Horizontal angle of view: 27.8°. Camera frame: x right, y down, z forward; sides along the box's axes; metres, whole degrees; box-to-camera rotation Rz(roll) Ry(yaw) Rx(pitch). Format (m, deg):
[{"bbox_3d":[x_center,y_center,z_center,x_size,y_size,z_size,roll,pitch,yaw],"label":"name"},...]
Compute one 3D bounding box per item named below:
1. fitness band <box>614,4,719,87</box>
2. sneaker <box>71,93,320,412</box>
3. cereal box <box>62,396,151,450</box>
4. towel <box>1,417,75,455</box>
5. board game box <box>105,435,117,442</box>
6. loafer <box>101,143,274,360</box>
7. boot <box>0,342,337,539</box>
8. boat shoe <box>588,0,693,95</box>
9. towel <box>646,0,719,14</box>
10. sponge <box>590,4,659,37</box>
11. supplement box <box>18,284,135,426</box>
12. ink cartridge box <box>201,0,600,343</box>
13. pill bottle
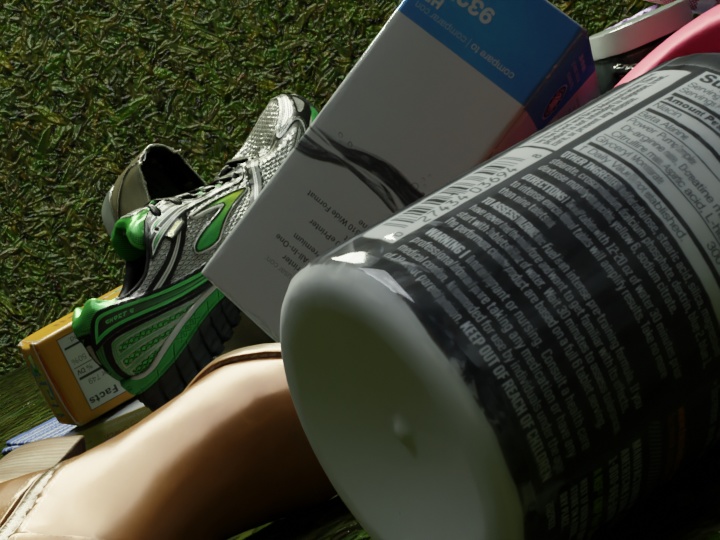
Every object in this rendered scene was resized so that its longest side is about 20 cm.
[{"bbox_3d":[0.130,-0.043,0.656,0.200,0.037,0.144,-48,17,1],"label":"fitness band"},{"bbox_3d":[-0.086,-0.024,0.818,0.201,0.085,0.078,-58,13,-22],"label":"sneaker"},{"bbox_3d":[-0.107,0.076,0.999,0.143,0.040,0.200,-24,6,26],"label":"cereal box"},{"bbox_3d":[-0.205,0.120,1.194,0.144,0.024,0.199,-28,6,-29],"label":"towel"},{"bbox_3d":[-0.075,0.091,0.735,0.134,0.035,0.200,-27,6,-2],"label":"board game box"},{"bbox_3d":[-0.096,0.000,0.890,0.075,0.200,0.070,-21,-31,-35],"label":"loafer"},{"bbox_3d":[-0.081,0.104,0.541,0.198,0.074,0.155,-20,16,15],"label":"boot"},{"bbox_3d":[0.157,-0.111,0.825,0.075,0.061,0.200,-20,5,12],"label":"boat shoe"},{"bbox_3d":[0.254,-0.157,0.893,0.197,0.030,0.146,14,12,11],"label":"towel"},{"bbox_3d":[0.148,-0.096,1.014,0.199,0.112,0.030,-24,34,30],"label":"sponge"},{"bbox_3d":[-0.123,0.029,0.971,0.198,0.069,0.066,-27,6,-21],"label":"supplement box"},{"bbox_3d":[0.026,-0.046,0.731,0.201,0.083,0.145,-53,-11,3],"label":"ink cartridge box"},{"bbox_3d":[0.082,0.003,0.432,0.199,0.107,0.106,-29,6,-27],"label":"pill bottle"}]
